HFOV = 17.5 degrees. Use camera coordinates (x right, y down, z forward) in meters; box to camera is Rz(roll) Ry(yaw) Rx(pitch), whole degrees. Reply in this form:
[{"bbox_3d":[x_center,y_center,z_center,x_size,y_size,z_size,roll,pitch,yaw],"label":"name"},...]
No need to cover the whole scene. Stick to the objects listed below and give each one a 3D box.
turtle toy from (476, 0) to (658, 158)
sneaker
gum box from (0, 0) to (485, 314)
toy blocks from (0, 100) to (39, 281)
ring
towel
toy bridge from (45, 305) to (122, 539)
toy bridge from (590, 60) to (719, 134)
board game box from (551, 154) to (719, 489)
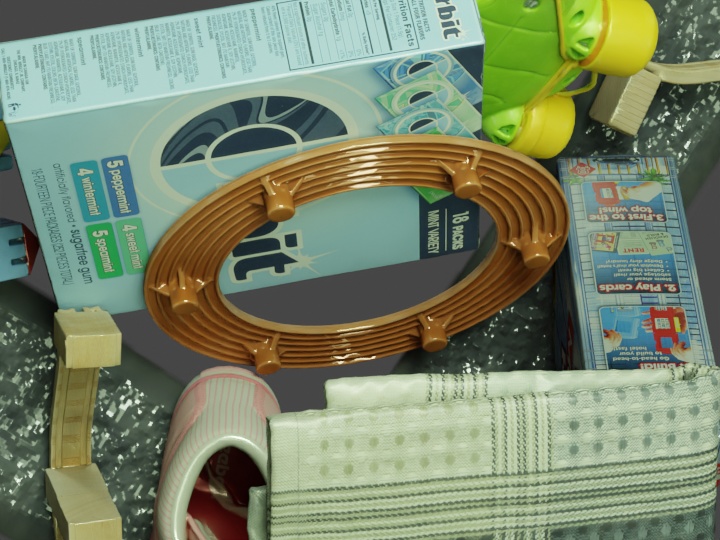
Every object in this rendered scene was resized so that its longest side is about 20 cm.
[{"bbox_3d":[0.058,-0.136,1.060,0.145,0.200,0.101,10,57,-24],"label":"turtle toy"},{"bbox_3d":[-0.067,0.154,1.108,0.075,0.105,0.201,2,102,-7],"label":"sneaker"},{"bbox_3d":[-0.047,-0.051,1.027,0.199,0.045,0.170,-10,150,-3],"label":"gum box"},{"bbox_3d":[-0.208,-0.060,1.026,0.136,0.100,0.201,-13,103,-28],"label":"toy blocks"},{"bbox_3d":[0.000,0.000,1.070,0.200,0.019,0.201,-9,151,-5],"label":"ring"},{"bbox_3d":[0.051,0.135,0.974,0.199,0.035,0.193,-4,107,-14],"label":"towel"},{"bbox_3d":[-0.130,0.111,1.100,0.027,0.067,0.201,-6,112,-17],"label":"toy bridge"},{"bbox_3d":[0.209,-0.071,1.184,0.199,0.027,0.067,23,95,-23],"label":"toy bridge"},{"bbox_3d":[0.127,0.075,1.098,0.061,0.200,0.201,-1,114,0],"label":"board game box"}]
